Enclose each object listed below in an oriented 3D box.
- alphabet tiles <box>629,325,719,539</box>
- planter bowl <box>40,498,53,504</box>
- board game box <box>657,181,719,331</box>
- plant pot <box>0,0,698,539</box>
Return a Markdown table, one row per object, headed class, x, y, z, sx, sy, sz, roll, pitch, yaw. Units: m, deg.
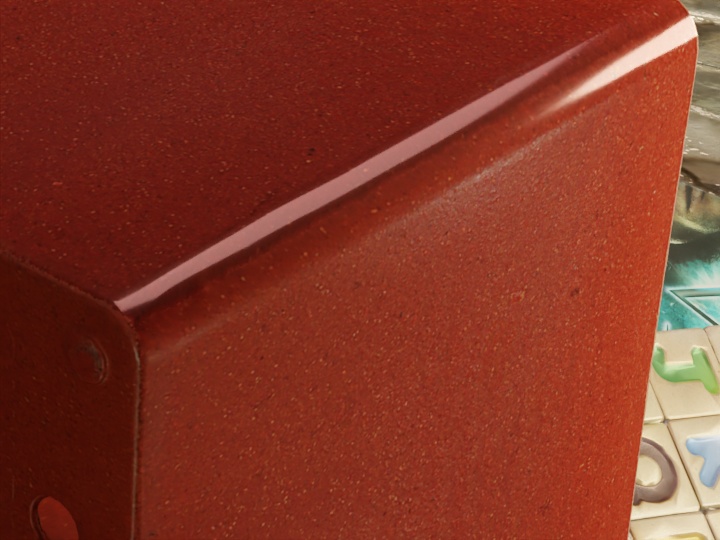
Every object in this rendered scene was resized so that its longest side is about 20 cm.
| class | x | y | z | sx | sy | sz | roll | pitch | yaw |
| --- | --- | --- | --- | --- | --- | --- | --- | --- | --- |
| alphabet tiles | 0.136 | 0.107 | 0.901 | 0.166 | 0.008 | 0.201 | -4 | 61 | -34 |
| planter bowl | -0.084 | 0.118 | 0.808 | 0.199 | 0.084 | 0.201 | 10 | 21 | -4 |
| board game box | 0.116 | 0.059 | 0.954 | 0.135 | 0.028 | 0.201 | 21 | 51 | -13 |
| plant pot | -0.052 | 0.014 | 0.728 | 0.199 | 0.201 | 0.176 | 25 | 36 | 32 |
